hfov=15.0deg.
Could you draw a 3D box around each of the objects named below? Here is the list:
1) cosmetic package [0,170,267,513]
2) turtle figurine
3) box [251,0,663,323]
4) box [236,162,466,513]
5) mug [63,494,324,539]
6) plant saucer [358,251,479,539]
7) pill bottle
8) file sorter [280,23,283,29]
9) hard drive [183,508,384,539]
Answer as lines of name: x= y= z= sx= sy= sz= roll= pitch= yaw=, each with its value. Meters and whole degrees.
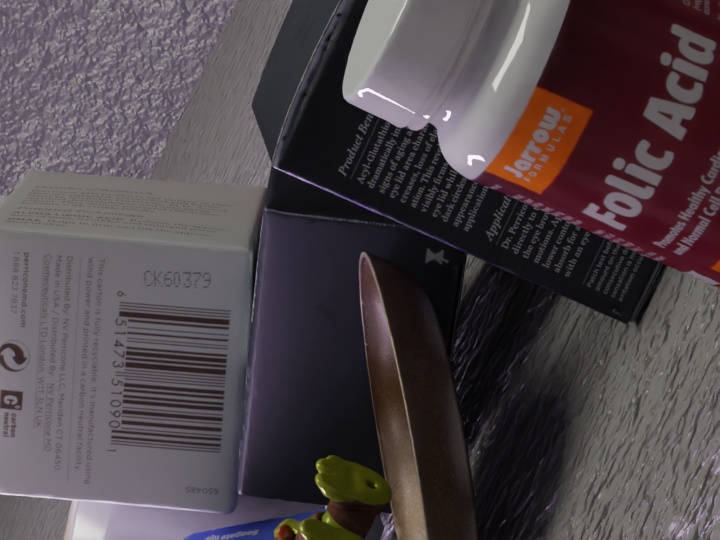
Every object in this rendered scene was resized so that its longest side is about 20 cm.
cosmetic package: x=-0.145 y=0.039 z=1.693 sx=0.200 sy=0.164 sz=0.166 roll=-84 pitch=-1 yaw=-79
turtle figurine: x=-0.043 y=0.184 z=1.428 sx=0.162 sy=0.064 sz=0.200 roll=-54 pitch=-1 yaw=37
box: x=0.057 y=-0.074 z=1.352 sx=0.148 sy=0.199 sz=0.105 roll=-110 pitch=44 yaw=-75
box: x=0.000 y=0.000 z=1.576 sx=0.201 sy=0.116 sz=0.198 roll=-85 pitch=1 yaw=-57
mug: x=-0.115 y=0.202 z=1.737 sx=0.149 sy=0.152 sz=0.188 roll=-173 pitch=95 yaw=-81
plant saucer: x=0.031 y=0.088 z=1.397 sx=0.200 sy=0.032 sz=0.202 roll=170 pitch=90 yaw=-86
pill bottle: x=0.101 y=-0.074 z=1.123 sx=0.114 sy=0.199 sz=0.115 roll=-157 pitch=90 yaw=-80
file sorter: x=0.032 y=-0.225 z=1.697 sx=0.139 sy=0.124 sz=0.202 roll=-127 pitch=49 yaw=-77
hard drive: x=-0.072 y=0.213 z=1.553 sx=0.131 sy=0.025 sz=0.200 roll=-13 pitch=30 yaw=26
